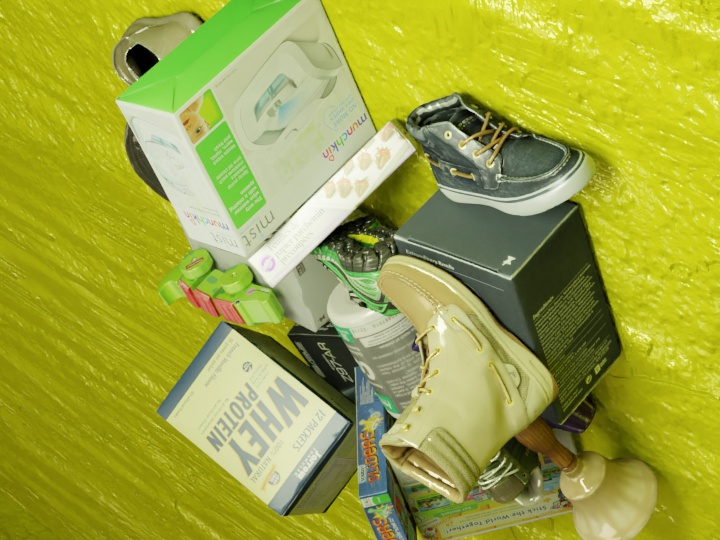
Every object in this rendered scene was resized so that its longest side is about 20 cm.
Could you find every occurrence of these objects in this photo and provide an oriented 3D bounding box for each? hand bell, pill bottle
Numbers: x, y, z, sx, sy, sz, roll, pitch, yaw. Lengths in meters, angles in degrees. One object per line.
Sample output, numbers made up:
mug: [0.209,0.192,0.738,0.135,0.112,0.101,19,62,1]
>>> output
hand bell: [0.204,0.191,1.588,0.200,0.105,0.104,40,162,-35]
pill bottle: [0.056,0.091,1.721,0.113,0.113,0.201,7,135,53]

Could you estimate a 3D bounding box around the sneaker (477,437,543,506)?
sneaker: [0.139,0.188,1.585,0.200,0.067,0.090,32,-144,-60]

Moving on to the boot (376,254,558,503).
boot: [0.060,0.096,1.418,0.200,0.155,0.073,43,155,4]

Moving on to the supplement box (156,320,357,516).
supplement box: [-0.102,0.179,1.876,0.200,0.135,0.200,37,-178,15]

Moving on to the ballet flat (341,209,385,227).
ballet flat: [-0.052,-0.045,1.717,0.199,0.072,0.072,24,148,39]

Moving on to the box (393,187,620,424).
box: [0.142,0.024,1.496,0.148,0.107,0.201,22,147,41]

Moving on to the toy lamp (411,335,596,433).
toy lamp: [0.151,0.108,1.629,0.199,0.058,0.058,27,155,-3]

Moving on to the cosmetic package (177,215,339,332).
cosmetic package: [-0.111,-0.021,1.848,0.199,0.081,0.113,24,148,36]

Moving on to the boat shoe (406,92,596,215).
boat shoe: [0.115,-0.105,1.381,0.091,0.071,0.200,52,156,-24]

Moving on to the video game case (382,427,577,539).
video game case: [0.143,0.222,1.739,0.023,0.199,0.183,-96,-12,-49]

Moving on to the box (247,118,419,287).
box: [-0.026,-0.066,1.532,0.039,0.200,0.041,46,-167,-1]

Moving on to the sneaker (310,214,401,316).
sneaker: [0.000,0.000,1.574,0.200,0.078,0.086,-136,25,-73]

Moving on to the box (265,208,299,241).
box: [-0.124,-0.123,1.627,0.075,0.050,0.201,-9,123,13]

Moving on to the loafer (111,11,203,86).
loafer: [-0.230,-0.234,1.720,0.076,0.068,0.200,53,154,-15]

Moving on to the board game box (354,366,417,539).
board game box: [0.030,0.222,1.792,0.034,0.201,0.136,-13,129,10]

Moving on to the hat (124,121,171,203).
hat: [-0.149,-0.147,1.692,0.199,0.081,0.202,1,124,2]

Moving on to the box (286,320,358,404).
box: [0.015,0.140,1.938,0.160,0.044,0.201,0,129,56]

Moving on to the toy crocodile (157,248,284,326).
toy crocodile: [-0.163,0.028,1.833,0.199,0.062,0.068,18,146,44]

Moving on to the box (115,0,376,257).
box: [-0.106,-0.147,1.509,0.096,0.200,0.177,17,143,44]
